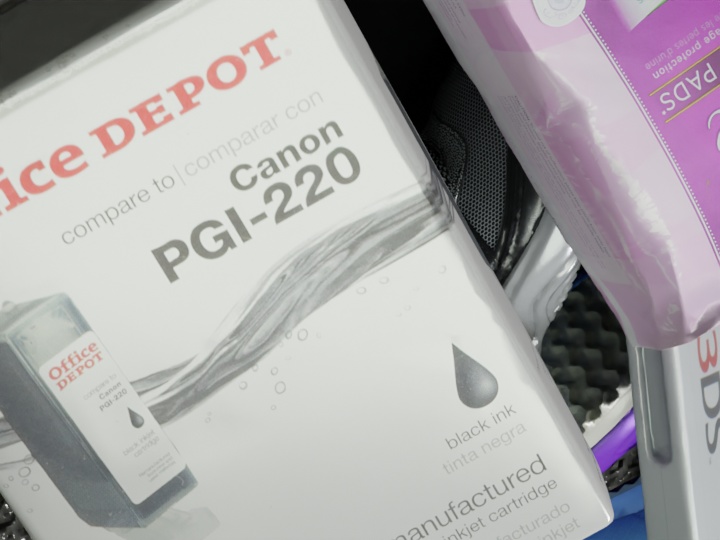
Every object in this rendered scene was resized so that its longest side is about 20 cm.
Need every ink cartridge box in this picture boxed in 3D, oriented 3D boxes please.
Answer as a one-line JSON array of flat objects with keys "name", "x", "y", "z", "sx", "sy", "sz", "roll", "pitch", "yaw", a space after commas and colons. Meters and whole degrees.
[{"name": "ink cartridge box", "x": -0.040, "y": 0.012, "z": 0.664, "sx": 0.146, "sy": 0.085, "sz": 0.200, "roll": -29, "pitch": 112, "yaw": 2}]

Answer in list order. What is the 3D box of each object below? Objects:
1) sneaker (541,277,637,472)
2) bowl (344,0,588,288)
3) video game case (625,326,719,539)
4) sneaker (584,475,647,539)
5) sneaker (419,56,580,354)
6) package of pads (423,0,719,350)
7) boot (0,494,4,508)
[{"name": "sneaker", "x": 0.123, "y": 0.030, "z": 0.866, "sx": 0.200, "sy": 0.070, "sz": 0.100, "roll": -46, "pitch": 127, "yaw": 9}, {"name": "bowl", "x": 0.024, "y": -0.063, "z": 0.791, "sx": 0.200, "sy": 0.039, "sz": 0.201, "roll": -10, "pitch": 122, "yaw": -16}, {"name": "video game case", "x": 0.152, "y": -0.006, "z": 0.790, "sx": 0.200, "sy": 0.023, "sz": 0.182, "roll": -19, "pitch": 106, "yaw": -46}, {"name": "sneaker", "x": 0.094, "y": 0.118, "z": 0.869, "sx": 0.200, "sy": 0.066, "sz": 0.079, "roll": -25, "pitch": 84, "yaw": 17}, {"name": "sneaker", "x": 0.000, "y": 0.000, "z": 0.748, "sx": 0.114, "sy": 0.075, "sz": 0.200, "roll": 6, "pitch": 114, "yaw": -22}, {"name": "package of pads", "x": 0.077, "y": -0.089, "z": 0.654, "sx": 0.120, "sy": 0.076, "sz": 0.200, "roll": -34, "pitch": 106, "yaw": -5}, {"name": "boot", "x": -0.186, "y": 0.060, "z": 0.772, "sx": 0.138, "sy": 0.077, "sz": 0.200, "roll": 21, "pitch": 122, "yaw": -9}]
